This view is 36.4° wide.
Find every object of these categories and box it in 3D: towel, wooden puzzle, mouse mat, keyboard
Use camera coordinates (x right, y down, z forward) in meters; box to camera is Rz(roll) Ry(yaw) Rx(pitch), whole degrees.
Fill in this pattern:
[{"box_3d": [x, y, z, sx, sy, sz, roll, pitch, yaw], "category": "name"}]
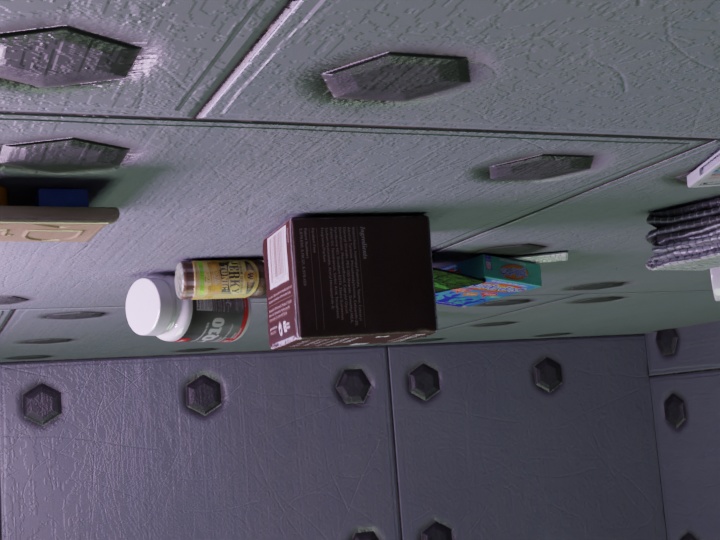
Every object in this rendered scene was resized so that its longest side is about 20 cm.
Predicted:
[{"box_3d": [0.533, -0.056, 1.591, 0.165, 0.086, 0.200, 1, 169, -42], "category": "towel"}, {"box_3d": [-0.378, -0.062, 1.214, 0.185, 0.046, 0.200, 0, 175, -25], "category": "wooden puzzle"}, {"box_3d": [0.098, 0.019, 1.875, 0.161, 0.008, 0.200, -14, 162, 40], "category": "mouse mat"}, {"box_3d": [0.273, -0.017, 1.975, 0.200, 0.011, 0.056, -6, 172, 9], "category": "keyboard"}]

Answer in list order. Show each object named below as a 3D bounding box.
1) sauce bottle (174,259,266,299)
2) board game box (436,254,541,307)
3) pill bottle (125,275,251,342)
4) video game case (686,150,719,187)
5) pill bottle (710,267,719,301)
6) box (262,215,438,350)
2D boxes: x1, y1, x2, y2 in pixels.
[{"box_3d": [-0.194, 0.012, 1.756, 0.200, 0.065, 0.065, -3, 172, -20], "category": "sauce bottle"}, {"box_3d": [0.207, 0.022, 2.007, 0.152, 0.045, 0.200, 9, 161, -39], "category": "board game box"}, {"box_3d": [-0.297, 0.067, 1.894, 0.114, 0.114, 0.200, -11, 169, 41], "category": "pill bottle"}, {"box_3d": [0.476, -0.129, 1.265, 0.143, 0.018, 0.200, -4, 172, 0], "category": "video game case"}, {"box_3d": [0.729, -0.003, 1.946, 0.200, 0.114, 0.113, -8, 171, 21], "category": "pill bottle"}, {"box_3d": [-0.018, 0.018, 1.519, 0.200, 0.164, 0.166, -2, 172, -18], "category": "box"}]
